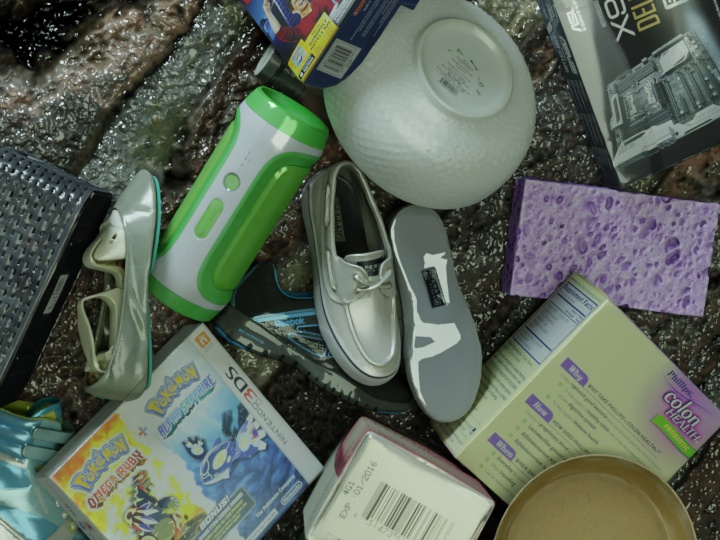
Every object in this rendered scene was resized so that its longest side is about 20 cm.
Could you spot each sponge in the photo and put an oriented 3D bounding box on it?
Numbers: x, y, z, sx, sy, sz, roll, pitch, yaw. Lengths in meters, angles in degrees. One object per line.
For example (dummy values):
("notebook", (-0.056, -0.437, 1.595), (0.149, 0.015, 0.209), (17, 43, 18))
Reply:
("sponge", (0.236, -0.022, 1.605), (0.200, 0.030, 0.112), (6, 97, -14))

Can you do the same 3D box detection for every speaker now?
("speaker", (-0.109, -0.057, 1.474), (0.088, 0.088, 0.200), (29, 103, -15))

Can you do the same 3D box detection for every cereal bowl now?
("cereal bowl", (0.072, -0.159, 1.477), (0.200, 0.083, 0.200), (11, 66, -25))

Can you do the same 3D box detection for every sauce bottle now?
("sauce bottle", (-0.001, -0.137, 1.515), (0.200, 0.066, 0.066), (29, 90, -16))

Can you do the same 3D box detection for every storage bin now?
("storage bin", (-0.296, 0.006, 1.419), (0.094, 0.135, 0.200), (26, 91, 0))

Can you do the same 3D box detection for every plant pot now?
("plant pot", (0.206, 0.263, 1.517), (0.200, 0.027, 0.200), (0, 89, -14))

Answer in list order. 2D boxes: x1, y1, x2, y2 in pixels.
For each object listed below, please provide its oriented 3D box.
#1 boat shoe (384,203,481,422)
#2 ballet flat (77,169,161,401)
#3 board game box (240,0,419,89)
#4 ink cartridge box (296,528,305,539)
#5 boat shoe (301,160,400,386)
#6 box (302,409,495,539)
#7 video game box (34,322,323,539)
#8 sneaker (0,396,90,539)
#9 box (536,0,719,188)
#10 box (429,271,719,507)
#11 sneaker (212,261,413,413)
("boat shoe", (0.058, 0.039, 1.549), (0.071, 0.070, 0.200), (-15, 92, -14))
("ballet flat", (-0.207, 0.010, 1.442), (0.064, 0.067, 0.200), (5, 83, -28))
("board game box", (-0.017, -0.284, 1.448), (0.062, 0.200, 0.200), (17, 118, -40))
("ink cartridge box", (-0.049, 0.346, 1.527), (0.084, 0.145, 0.200), (33, 89, -19))
("boat shoe", (0.000, 0.000, 1.501), (0.072, 0.066, 0.200), (-3, 75, -25))
("box", (0.030, 0.205, 1.490), (0.128, 0.200, 0.109), (30, 90, -3))
("video game box", (-0.155, 0.177, 1.497), (0.182, 0.047, 0.200), (50, 63, -14))
("sneaker", (-0.269, 0.189, 1.490), (0.200, 0.080, 0.131), (37, 89, -16))
("box", (0.269, -0.199, 1.578), (0.158, 0.050, 0.200), (-24, 102, -9))
("box", (0.200, 0.138, 1.569), (0.176, 0.097, 0.200), (43, 93, -19))
("sneaker", (-0.030, 0.065, 1.533), (0.200, 0.073, 0.082), (29, 86, -17))
